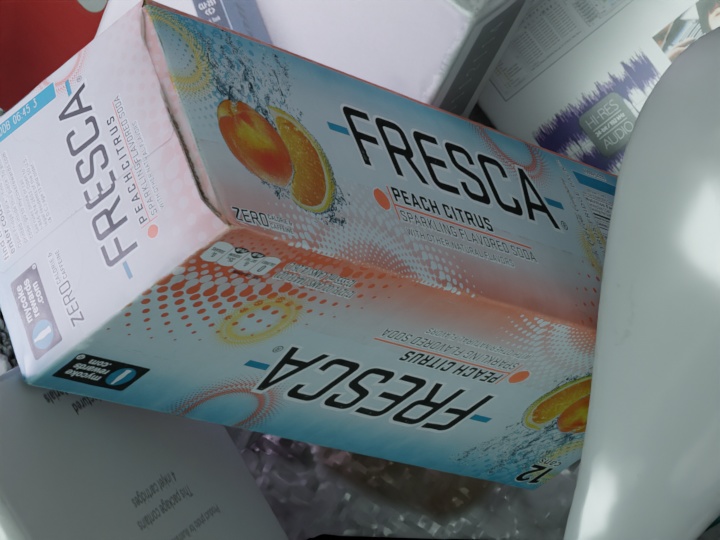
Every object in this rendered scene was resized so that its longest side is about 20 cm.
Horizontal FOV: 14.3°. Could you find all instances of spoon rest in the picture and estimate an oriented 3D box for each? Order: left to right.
[{"bbox_3d":[0.089,0.032,0.693,0.099,0.061,0.200,29,70,-27],"label":"spoon rest"}]

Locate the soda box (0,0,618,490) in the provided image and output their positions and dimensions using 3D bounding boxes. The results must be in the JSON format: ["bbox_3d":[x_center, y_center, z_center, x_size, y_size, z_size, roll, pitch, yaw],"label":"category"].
[{"bbox_3d":[0.000,0.000,0.692,0.068,0.200,0.064,-36,59,26],"label":"soda box"}]

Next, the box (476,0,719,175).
[{"bbox_3d":[0.090,-0.090,0.799,0.144,0.036,0.200,-38,84,14],"label":"box"}]

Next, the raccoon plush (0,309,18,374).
[{"bbox_3d":[-0.096,0.028,0.820,0.097,0.134,0.200,11,86,22],"label":"raccoon plush"}]

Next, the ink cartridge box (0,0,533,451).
[{"bbox_3d":[-0.057,-0.069,0.782,0.176,0.045,0.200,41,140,11],"label":"ink cartridge box"}]

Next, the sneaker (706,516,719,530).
[{"bbox_3d":[0.158,0.035,0.761,0.200,0.071,0.080,-30,83,9],"label":"sneaker"}]

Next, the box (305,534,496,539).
[{"bbox_3d":[0.064,0.177,0.776,0.197,0.117,0.200,0,92,16],"label":"box"}]

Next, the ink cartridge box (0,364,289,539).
[{"bbox_3d":[-0.077,0.137,0.670,0.147,0.145,0.200,-30,91,16],"label":"ink cartridge box"}]
